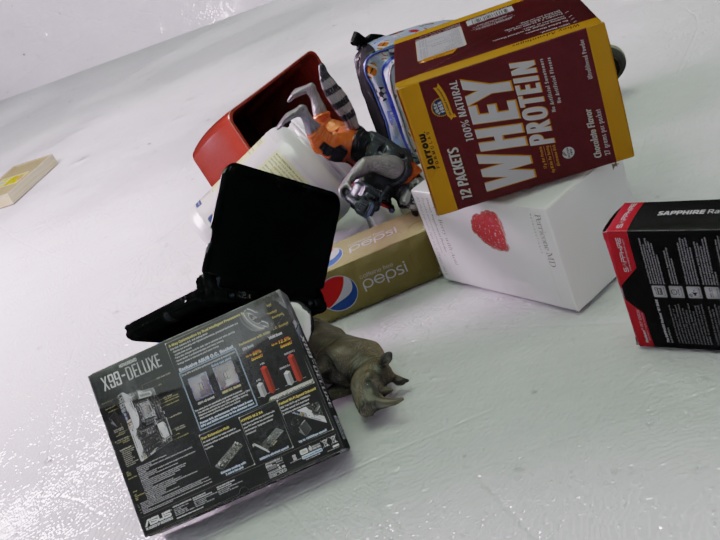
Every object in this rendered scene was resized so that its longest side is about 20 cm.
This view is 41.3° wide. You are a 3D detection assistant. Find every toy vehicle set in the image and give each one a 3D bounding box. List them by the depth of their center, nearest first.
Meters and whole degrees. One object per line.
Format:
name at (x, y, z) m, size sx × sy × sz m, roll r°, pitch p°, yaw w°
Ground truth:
toy vehicle set at (-0.799, -0.198, 2.198) m, size 0.123 × 0.027 × 0.200 m, roll -12°, pitch 29°, yaw 24°

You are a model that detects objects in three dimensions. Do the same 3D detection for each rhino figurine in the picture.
rhino figurine at (-0.022, 0.098, 0.954) m, size 0.087 × 0.060 × 0.199 m, roll -41°, pitch 32°, yaw -23°

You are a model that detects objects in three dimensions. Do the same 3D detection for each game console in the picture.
game console at (-0.124, -0.006, 0.969) m, size 0.175 × 0.117 × 0.199 m, roll -25°, pitch -18°, yaw 27°

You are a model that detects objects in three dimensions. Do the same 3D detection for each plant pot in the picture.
plant pot at (-0.126, -0.168, 1.405) m, size 0.176 × 0.201 × 0.200 m, roll -14°, pitch 25°, yaw 49°

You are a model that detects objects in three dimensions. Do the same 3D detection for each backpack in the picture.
backpack at (0.106, -0.244, 1.271) m, size 0.189 × 0.201 × 0.154 m, roll -25°, pitch 26°, yaw -9°

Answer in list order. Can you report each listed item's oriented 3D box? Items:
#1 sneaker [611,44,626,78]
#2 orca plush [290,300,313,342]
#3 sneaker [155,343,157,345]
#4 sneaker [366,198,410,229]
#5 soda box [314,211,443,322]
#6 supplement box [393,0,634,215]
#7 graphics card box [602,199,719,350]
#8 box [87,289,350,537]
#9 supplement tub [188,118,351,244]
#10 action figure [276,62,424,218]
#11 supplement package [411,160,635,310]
sneaker at (0.275, -0.233, 1.309) m, size 0.199 × 0.075 × 0.107 m, roll -25°, pitch 29°, yaw 21°
orca plush at (-0.113, 0.119, 0.940) m, size 0.105 × 0.071 × 0.201 m, roll 24°, pitch 83°, yaw 9°
sneaker at (-0.191, 0.098, 1.043) m, size 0.111 × 0.077 × 0.200 m, roll -46°, pitch 11°, yaw -32°
sneaker at (0.045, -0.085, 1.224) m, size 0.080 × 0.071 × 0.201 m, roll -17°, pitch 27°, yaw 9°
soda box at (0.000, 0.000, 1.110) m, size 0.199 × 0.064 × 0.068 m, roll -23°, pitch 26°, yaw 4°
supplement box at (0.145, -0.178, 0.960) m, size 0.196 × 0.134 × 0.200 m, roll -16°, pitch 25°, yaw 9°
graphics card box at (0.309, 0.005, 0.768) m, size 0.199 × 0.126 × 0.051 m, roll 0°, pitch 35°, yaw 42°
box at (-0.130, 0.131, 0.878) m, size 0.199 × 0.159 × 0.050 m, roll -25°, pitch -12°, yaw 1°
supplement tub at (-0.103, -0.089, 1.216) m, size 0.200 × 0.145 × 0.145 m, roll -44°, pitch 27°, yaw 2°
action figure at (0.002, -0.128, 1.059) m, size 0.105 × 0.193 × 0.200 m, roll -52°, pitch 14°, yaw 9°
supplement package at (0.173, -0.055, 0.997) m, size 0.120 × 0.122 × 0.199 m, roll -37°, pitch 28°, yaw -26°
